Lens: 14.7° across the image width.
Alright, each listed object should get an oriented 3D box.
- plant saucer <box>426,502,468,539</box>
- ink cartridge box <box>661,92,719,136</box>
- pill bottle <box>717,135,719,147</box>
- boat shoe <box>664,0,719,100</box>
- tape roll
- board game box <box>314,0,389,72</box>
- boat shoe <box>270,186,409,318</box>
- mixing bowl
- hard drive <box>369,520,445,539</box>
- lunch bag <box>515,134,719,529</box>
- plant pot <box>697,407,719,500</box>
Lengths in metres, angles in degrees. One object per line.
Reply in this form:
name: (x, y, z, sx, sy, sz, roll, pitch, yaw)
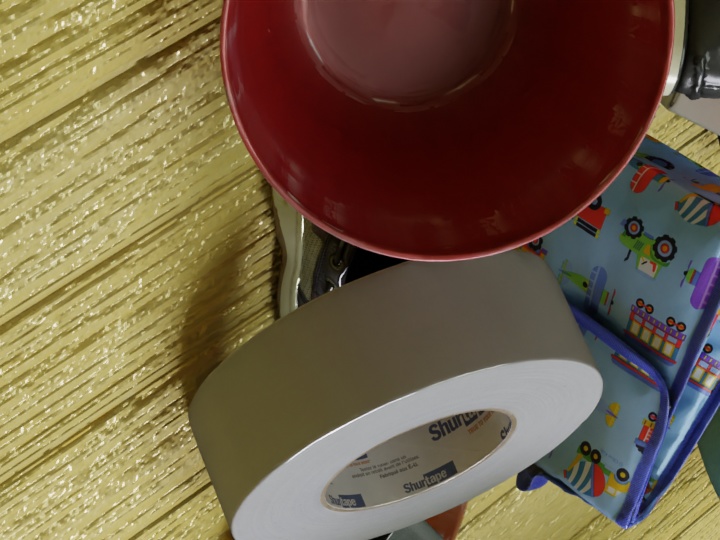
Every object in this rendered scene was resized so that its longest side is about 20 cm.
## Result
plant saucer: (-0.013, 0.159, 1.569, 0.200, 0.032, 0.201, -38, 147, -31)
ink cartridge box: (0.261, -0.064, 1.527, 0.044, 0.199, 0.174, -63, -171, 11)
pill bottle: (0.318, -0.116, 1.714, 0.200, 0.112, 0.112, -31, 142, -39)
boat shoe: (0.181, -0.184, 1.413, 0.074, 0.063, 0.202, 112, -19, -79)
tape roll: (0.017, 0.067, 1.395, 0.200, 0.066, 0.200, -21, 159, -9)
board game box: (0.058, -0.145, 1.377, 0.136, 0.028, 0.200, -61, 151, 7)
boat shoe: (0.000, 0.000, 1.394, 0.073, 0.065, 0.200, -45, 149, -21)
mixing bowl: (0.031, -0.113, 1.241, 0.201, 0.200, 0.108, -61, -165, 8)
hard drive: (0.007, 0.210, 1.583, 0.140, 0.033, 0.200, -53, 151, -6)
lunch bag: (0.132, 0.032, 1.539, 0.094, 0.150, 0.201, 0, 118, -56)
plant pot: (0.303, 0.101, 1.882, 0.200, 0.135, 0.201, -36, 145, -31)
